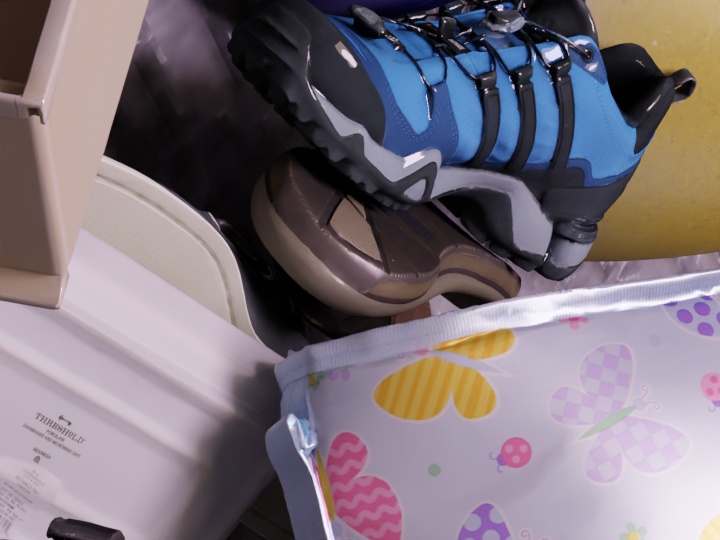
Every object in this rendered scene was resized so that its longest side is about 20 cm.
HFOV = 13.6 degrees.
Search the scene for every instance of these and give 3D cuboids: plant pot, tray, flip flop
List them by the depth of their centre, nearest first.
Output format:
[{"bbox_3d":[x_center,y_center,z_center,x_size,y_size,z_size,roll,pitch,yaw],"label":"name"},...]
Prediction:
[{"bbox_3d":[-0.093,0.044,0.866,0.108,0.022,0.200,-52,135,4],"label":"tray"},{"bbox_3d":[0.000,0.000,1.005,0.081,0.058,0.200,39,10,8],"label":"flip flop"},{"bbox_3d":[0.162,-0.096,1.135,0.200,0.141,0.201,7,90,-81],"label":"plant pot"}]

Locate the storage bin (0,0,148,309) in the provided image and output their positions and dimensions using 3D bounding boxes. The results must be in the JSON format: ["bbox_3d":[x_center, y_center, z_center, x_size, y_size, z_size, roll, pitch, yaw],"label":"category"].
[{"bbox_3d":[-0.142,-0.112,0.734,0.094,0.197,0.201,89,13,-59],"label":"storage bin"}]

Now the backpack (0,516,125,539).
[{"bbox_3d":[-0.072,0.189,0.778,0.151,0.177,0.200,88,22,-46],"label":"backpack"}]

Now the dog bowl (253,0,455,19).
[{"bbox_3d":[0.004,-0.187,1.015,0.199,0.079,0.201,8,76,-33],"label":"dog bowl"}]

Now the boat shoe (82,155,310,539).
[{"bbox_3d":[-0.061,0.016,0.939,0.075,0.066,0.199,-47,131,5],"label":"boat shoe"}]

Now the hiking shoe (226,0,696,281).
[{"bbox_3d":[0.031,-0.065,0.984,0.087,0.074,0.200,-53,148,10],"label":"hiking shoe"}]

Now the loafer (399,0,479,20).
[{"bbox_3d":[0.029,-0.136,1.098,0.072,0.063,0.201,28,59,-49],"label":"loafer"}]

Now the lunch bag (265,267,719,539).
[{"bbox_3d":[0.073,0.092,0.921,0.199,0.127,0.171,-9,77,-29],"label":"lunch bag"}]
